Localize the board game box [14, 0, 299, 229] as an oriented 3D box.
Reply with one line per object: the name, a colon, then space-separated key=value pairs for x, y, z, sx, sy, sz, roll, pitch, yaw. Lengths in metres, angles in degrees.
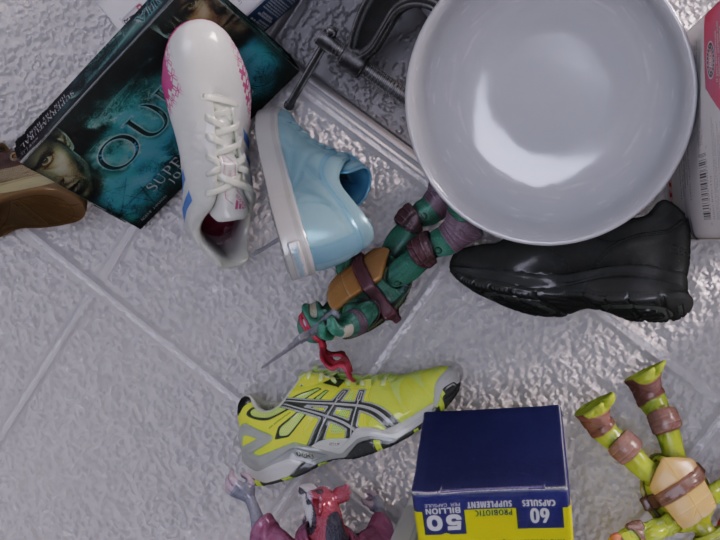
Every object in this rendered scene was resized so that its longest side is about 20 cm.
board game box: x=-0.161 y=-0.132 z=0.777 sx=0.200 sy=0.135 sz=0.028 roll=-43 pitch=51 yaw=13

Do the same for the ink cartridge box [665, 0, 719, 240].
ink cartridge box: x=0.267 y=-0.097 z=0.664 sx=0.081 sy=0.200 sz=0.149 roll=-4 pitch=92 yaw=7

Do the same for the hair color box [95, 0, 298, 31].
hair color box: x=-0.110 y=-0.247 z=0.801 sx=0.199 sy=0.060 sz=0.101 roll=-39 pitch=85 yaw=10

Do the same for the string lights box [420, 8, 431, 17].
string lights box: x=0.044 y=-0.296 z=0.770 sx=0.102 sy=0.059 sz=0.201 roll=-40 pitch=86 yaw=9

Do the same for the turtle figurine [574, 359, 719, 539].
turtle figurine: x=0.249 y=0.156 z=0.747 sx=0.198 sy=0.064 sz=0.163 roll=-30 pitch=81 yaw=3

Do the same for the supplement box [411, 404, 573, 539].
supplement box: x=0.106 y=0.217 z=0.723 sx=0.107 sy=0.110 sz=0.203 roll=-5 pitch=112 yaw=11

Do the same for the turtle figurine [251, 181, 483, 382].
turtle figurine: x=0.000 y=0.000 z=0.775 sx=0.199 sy=0.101 sz=0.151 roll=-37 pitch=45 yaw=9

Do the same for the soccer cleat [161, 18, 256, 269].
soccer cleat: x=-0.108 y=-0.092 z=0.755 sx=0.069 sy=0.087 sz=0.202 roll=-16 pitch=133 yaw=-18

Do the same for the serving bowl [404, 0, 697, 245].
serving bowl: x=0.133 y=-0.124 z=0.684 sx=0.197 sy=0.066 sz=0.204 roll=5 pitch=109 yaw=16

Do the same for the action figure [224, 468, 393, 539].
action figure: x=-0.039 y=0.238 z=0.746 sx=0.131 sy=0.150 sz=0.202 roll=1 pitch=135 yaw=-8

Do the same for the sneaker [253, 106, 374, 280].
sneaker: x=-0.033 y=-0.067 z=0.751 sx=0.081 sy=0.201 sz=0.075 roll=-14 pitch=133 yaw=-3

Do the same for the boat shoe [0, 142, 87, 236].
boat shoe: x=-0.323 y=-0.078 z=0.855 sx=0.197 sy=0.072 sz=0.073 roll=-5 pitch=61 yaw=22

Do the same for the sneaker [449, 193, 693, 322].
sneaker: x=0.160 y=-0.012 z=0.738 sx=0.197 sy=0.076 sz=0.092 roll=3 pitch=75 yaw=36

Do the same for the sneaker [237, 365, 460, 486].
sneaker: x=-0.015 y=0.112 z=0.791 sx=0.197 sy=0.075 sz=0.078 roll=-21 pitch=89 yaw=10

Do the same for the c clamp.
c clamp: x=0.054 y=-0.150 z=0.764 sx=0.198 sy=0.027 sz=0.172 roll=30 pitch=130 yaw=0

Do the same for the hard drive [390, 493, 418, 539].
hard drive: x=0.032 y=0.259 z=0.723 sx=0.026 sy=0.200 sz=0.134 roll=4 pitch=93 yaw=10
